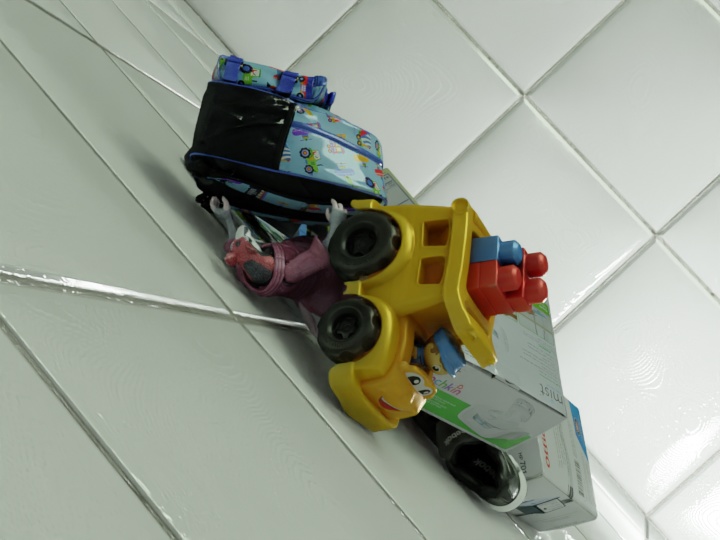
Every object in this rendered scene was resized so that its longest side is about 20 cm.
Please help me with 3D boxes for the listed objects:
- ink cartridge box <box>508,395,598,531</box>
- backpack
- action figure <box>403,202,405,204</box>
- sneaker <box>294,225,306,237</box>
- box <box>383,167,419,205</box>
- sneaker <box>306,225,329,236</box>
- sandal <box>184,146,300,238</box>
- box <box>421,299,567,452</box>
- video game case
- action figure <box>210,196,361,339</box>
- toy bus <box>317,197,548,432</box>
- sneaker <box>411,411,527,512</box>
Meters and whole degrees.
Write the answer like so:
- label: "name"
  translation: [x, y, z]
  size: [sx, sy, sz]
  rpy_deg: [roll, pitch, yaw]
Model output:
- label: "ink cartridge box"
  translation: [0.203, 0.210, 1.670]
  size: [0.200, 0.085, 0.147]
  rpy_deg: [38, 39, -53]
- label: "backpack"
  translation: [-0.064, -0.120, 1.422]
  size: [0.199, 0.135, 0.183]
  rpy_deg: [12, -10, -1]
- label: "action figure"
  translation: [0.049, -0.007, 1.796]
  size: [0.065, 0.099, 0.200]
  rpy_deg: [56, 1, 31]
- label: "sneaker"
  translation: [-0.072, -0.056, 1.763]
  size: [0.200, 0.078, 0.066]
  rpy_deg: [53, 6, 36]
- label: "box"
  translation: [0.057, -0.009, 2.014]
  size: [0.200, 0.096, 0.176]
  rpy_deg: [52, -17, 33]
- label: "sneaker"
  translation: [0.000, 0.000, 1.661]
  size: [0.074, 0.081, 0.201]
  rpy_deg: [36, -23, 53]
- label: "sandal"
  translation: [-0.127, -0.094, 1.593]
  size: [0.200, 0.043, 0.076]
  rpy_deg: [34, 0, 42]
- label: "box"
  translation: [0.112, 0.066, 1.478]
  size: [0.199, 0.096, 0.177]
  rpy_deg: [29, 42, -35]
- label: "video game case"
  translation: [-0.077, 0.004, 1.572]
  size: [0.182, 0.022, 0.200]
  rpy_deg: [50, 6, 23]
- label: "action figure"
  translation: [-0.073, 0.005, 1.367]
  size: [0.133, 0.150, 0.200]
  rpy_deg: [4, -1, 32]
- label: "toy bus"
  translation: [0.074, 0.036, 1.291]
  size: [0.136, 0.191, 0.201]
  rpy_deg: [53, 39, -52]
- label: "sneaker"
  translation: [0.105, 0.174, 1.537]
  size: [0.200, 0.066, 0.090]
  rpy_deg: [51, 4, 18]
